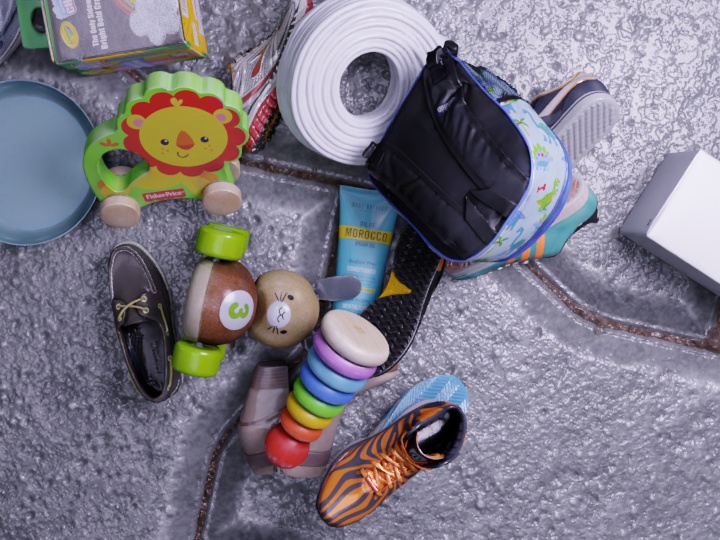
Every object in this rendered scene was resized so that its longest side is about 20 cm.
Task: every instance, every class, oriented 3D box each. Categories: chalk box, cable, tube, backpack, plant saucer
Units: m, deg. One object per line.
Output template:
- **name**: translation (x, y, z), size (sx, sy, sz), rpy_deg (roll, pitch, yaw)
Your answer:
- **chalk box**: translation (-0.294, -0.300, 1.045), size (0.198, 0.124, 0.125), rpy_deg (-7, 96, 3)
- **cable**: translation (0.005, -0.215, 1.036), size (0.199, 0.069, 0.201), rpy_deg (28, 103, -31)
- **tube**: translation (0.000, 0.000, 1.105), size (0.077, 0.050, 0.202), rpy_deg (8, 91, -8)
- **backpack**: translation (0.130, -0.111, 0.983), size (0.183, 0.146, 0.200), rpy_deg (-55, 53, 27)
- **plant saucer**: translation (-0.412, -0.132, 1.109), size (0.198, 0.027, 0.202), rpy_deg (0, 96, 1)

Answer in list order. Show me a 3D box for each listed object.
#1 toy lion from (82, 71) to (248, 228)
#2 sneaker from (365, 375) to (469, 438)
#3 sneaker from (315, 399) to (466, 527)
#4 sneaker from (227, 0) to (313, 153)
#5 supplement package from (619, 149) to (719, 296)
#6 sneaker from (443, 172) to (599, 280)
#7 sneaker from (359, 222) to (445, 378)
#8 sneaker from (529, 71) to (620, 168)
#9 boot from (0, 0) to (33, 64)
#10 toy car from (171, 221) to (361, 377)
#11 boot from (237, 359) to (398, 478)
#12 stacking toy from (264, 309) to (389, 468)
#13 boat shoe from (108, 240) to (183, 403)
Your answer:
- **toy lion**: translation (-0.222, -0.141, 1.025), size (0.198, 0.192, 0.069), rpy_deg (-8, 53, 3)
- **sneaker**: translation (0.049, 0.202, 1.108), size (0.200, 0.081, 0.077), rpy_deg (-41, 91, -15)
- **sneaker**: translation (0.036, 0.210, 1.003), size (0.200, 0.112, 0.078), rpy_deg (-41, 91, -15)
- **sneaker**: translation (-0.115, -0.245, 1.068), size (0.082, 0.078, 0.201), rpy_deg (27, 93, 4)
- **supplement package**: translation (0.428, -0.039, 1.054), size (0.199, 0.117, 0.118), rpy_deg (32, 95, -2)
- **sneaker**: translation (0.195, -0.035, 1.081), size (0.199, 0.072, 0.080), rpy_deg (-30, 132, 21)
- **sneaker**: translation (0.055, 0.039, 1.081), size (0.070, 0.090, 0.201), rpy_deg (25, 91, 18)
- **sneaker**: translation (0.217, -0.150, 1.074), size (0.078, 0.080, 0.200), rpy_deg (28, 122, -34)
- **boot**: translation (-0.465, -0.269, 1.066), size (0.073, 0.090, 0.201), rpy_deg (34, 95, -2)
- **toy car**: translation (-0.103, 0.046, 1.058), size (0.199, 0.158, 0.166), rpy_deg (12, 95, -5)
- **boot**: translation (-0.052, 0.183, 1.116), size (0.198, 0.070, 0.147), rpy_deg (0, 103, 0)
- **stacking toy**: translation (-0.051, 0.145, 1.034), size (0.085, 0.085, 0.201), rpy_deg (33, 111, -2)
- **boat shoe**: translation (-0.266, 0.062, 1.106), size (0.071, 0.061, 0.203), rpy_deg (-16, 95, 2)
